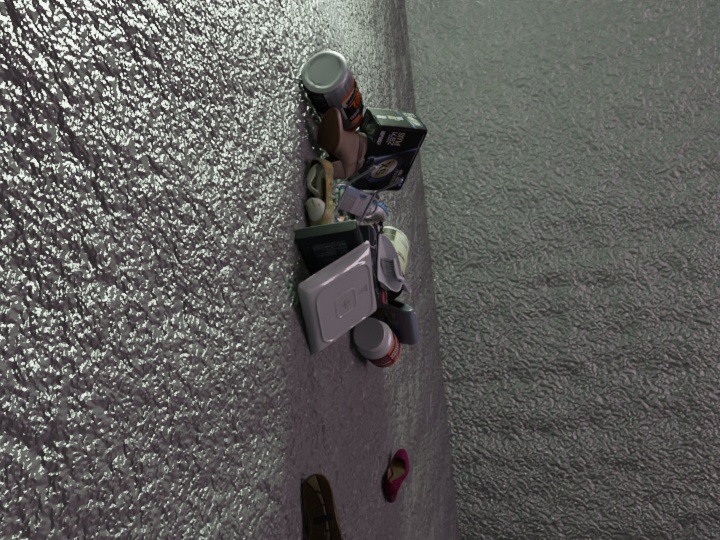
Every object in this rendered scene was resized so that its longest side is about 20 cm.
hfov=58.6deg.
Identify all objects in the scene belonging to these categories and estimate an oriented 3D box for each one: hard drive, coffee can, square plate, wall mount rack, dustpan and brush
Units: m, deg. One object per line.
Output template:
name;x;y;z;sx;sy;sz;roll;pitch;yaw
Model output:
hard drive;-0.051;-0.021;1.423;0.202;0.136;0.033;70;16;-46
coffee can;0.071;-0.021;1.931;0.201;0.143;0.149;-74;154;-58
square plate;-0.039;0.064;1.384;0.196;0.028;0.203;-33;136;-27
wall mount rack;0.015;-0.194;1.692;0.198;0.074;0.176;14;109;-51
dustpan and brush;0.092;0.011;1.669;0.201;0.056;0.143;66;23;-57

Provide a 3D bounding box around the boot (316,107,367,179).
boot;-0.038;-0.318;1.589;0.145;0.070;0.203;-26;143;-41

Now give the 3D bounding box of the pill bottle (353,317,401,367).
pill bottle;0.047;0.204;1.824;0.200;0.107;0.112;53;34;-66

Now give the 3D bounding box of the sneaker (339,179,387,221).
sneaker;0.001;-0.171;1.808;0.198;0.074;0.089;29;66;-43

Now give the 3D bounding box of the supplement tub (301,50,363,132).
supplement tub;-0.061;-0.428;1.575;0.200;0.119;0.126;53;34;-66

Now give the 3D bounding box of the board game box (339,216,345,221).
board game box;-0.051;-0.041;1.693;0.202;0.019;0.104;-80;161;-48

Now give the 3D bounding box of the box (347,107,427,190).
box;0.064;-0.320;1.717;0.087;0.161;0.202;56;-45;36

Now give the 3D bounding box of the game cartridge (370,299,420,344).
game cartridge;0.094;0.146;1.922;0.041;0.198;0.136;-27;120;-34

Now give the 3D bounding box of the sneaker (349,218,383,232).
sneaker;0.019;-0.125;1.878;0.200;0.085;0.078;-56;140;-67

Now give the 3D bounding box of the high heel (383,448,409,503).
high heel;0.118;0.630;2.042;0.202;0.066;0.098;-72;164;-52

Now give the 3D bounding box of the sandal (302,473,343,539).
sandal;-0.078;0.509;1.284;0.054;0.078;0.205;130;-47;-79

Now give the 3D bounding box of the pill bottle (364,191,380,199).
pill bottle;0.017;-0.308;1.880;0.112;0.109;0.205;46;41;-69

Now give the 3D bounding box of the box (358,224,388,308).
box;0.000;0.000;1.633;0.182;0.101;0.206;13;73;-75

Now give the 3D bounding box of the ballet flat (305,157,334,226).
ballet flat;-0.097;-0.168;1.471;0.071;0.069;0.205;55;33;-64
